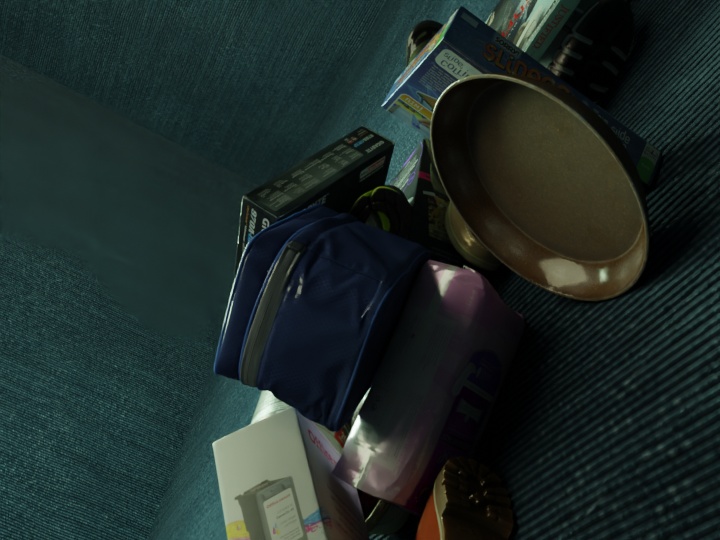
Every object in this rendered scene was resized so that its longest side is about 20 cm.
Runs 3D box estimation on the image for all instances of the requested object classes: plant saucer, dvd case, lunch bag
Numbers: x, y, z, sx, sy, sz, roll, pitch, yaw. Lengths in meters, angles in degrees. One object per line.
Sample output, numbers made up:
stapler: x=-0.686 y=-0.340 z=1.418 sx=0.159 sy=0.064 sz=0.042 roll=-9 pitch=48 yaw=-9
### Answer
plant saucer: x=0.137 y=-0.066 z=0.638 sx=0.034 sy=0.201 sz=0.200 roll=-41 pitch=3 yaw=-22
dvd case: x=0.163 y=-0.252 z=0.855 sx=0.147 sy=0.022 sz=0.201 roll=-56 pitch=16 yaw=32
lunch bag: x=-0.033 y=0.025 z=0.710 sx=0.200 sy=0.131 sz=0.138 roll=-38 pitch=-30 yaw=-70

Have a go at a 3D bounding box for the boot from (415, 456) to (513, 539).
boot: x=0.064 y=0.236 z=0.602 sx=0.108 sy=0.074 sz=0.200 roll=-62 pitch=4 yaw=24

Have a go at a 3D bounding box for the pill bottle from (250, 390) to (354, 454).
pill bottle: x=-0.058 y=0.155 z=0.935 sx=0.115 sy=0.113 sz=0.201 roll=-58 pitch=9 yaw=28

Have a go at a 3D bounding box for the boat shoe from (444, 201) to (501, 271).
boat shoe: x=0.136 y=-0.081 z=0.894 sx=0.065 sy=0.071 sz=0.201 roll=-55 pitch=15 yaw=39

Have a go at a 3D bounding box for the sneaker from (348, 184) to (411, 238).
sneaker: x=0.000 y=0.000 z=0.865 sx=0.201 sy=0.073 sz=0.081 roll=-60 pitch=-2 yaw=22

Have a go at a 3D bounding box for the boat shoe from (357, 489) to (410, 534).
boat shoe: x=0.032 y=0.155 z=0.799 sx=0.073 sy=0.066 sz=0.203 roll=14 pitch=92 yaw=35

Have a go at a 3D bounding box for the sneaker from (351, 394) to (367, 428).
sneaker: x=0.058 y=0.092 z=0.879 sx=0.201 sy=0.074 sz=0.082 roll=-52 pitch=-1 yaw=19

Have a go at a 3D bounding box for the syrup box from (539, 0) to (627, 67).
syrup box: x=0.197 y=-0.240 z=0.927 sx=0.200 sy=0.081 sz=0.080 roll=-42 pitch=25 yaw=64

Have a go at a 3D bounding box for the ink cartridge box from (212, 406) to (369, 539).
ink cartridge box: x=-0.040 y=0.236 z=0.675 sx=0.085 sy=0.148 sz=0.202 roll=-24 pitch=50 yaw=4

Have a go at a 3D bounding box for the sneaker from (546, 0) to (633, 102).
sneaker: x=0.177 y=-0.182 z=0.837 sx=0.202 sy=0.075 sz=0.115 roll=-62 pitch=35 yaw=11

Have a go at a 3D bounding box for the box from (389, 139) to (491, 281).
box: x=0.076 y=-0.028 z=0.955 sx=0.123 sy=0.105 sz=0.202 roll=-52 pitch=18 yaw=43

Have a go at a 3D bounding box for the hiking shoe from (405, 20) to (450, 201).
hiking shoe: x=0.090 y=-0.178 z=0.852 sx=0.101 sy=0.075 sz=0.203 roll=84 pitch=175 yaw=-71

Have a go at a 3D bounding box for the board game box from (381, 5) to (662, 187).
board game box: x=0.127 y=-0.117 z=0.700 sx=0.035 sy=0.199 sz=0.135 roll=-61 pitch=12 yaw=-20

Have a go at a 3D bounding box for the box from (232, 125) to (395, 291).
box: x=-0.049 y=-0.039 z=0.861 sx=0.200 sy=0.046 sz=0.161 roll=-38 pitch=-29 yaw=-46

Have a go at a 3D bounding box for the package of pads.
package of pads: x=0.064 y=0.103 z=0.717 sx=0.075 sy=0.120 sz=0.202 roll=18 pitch=80 yaw=36
